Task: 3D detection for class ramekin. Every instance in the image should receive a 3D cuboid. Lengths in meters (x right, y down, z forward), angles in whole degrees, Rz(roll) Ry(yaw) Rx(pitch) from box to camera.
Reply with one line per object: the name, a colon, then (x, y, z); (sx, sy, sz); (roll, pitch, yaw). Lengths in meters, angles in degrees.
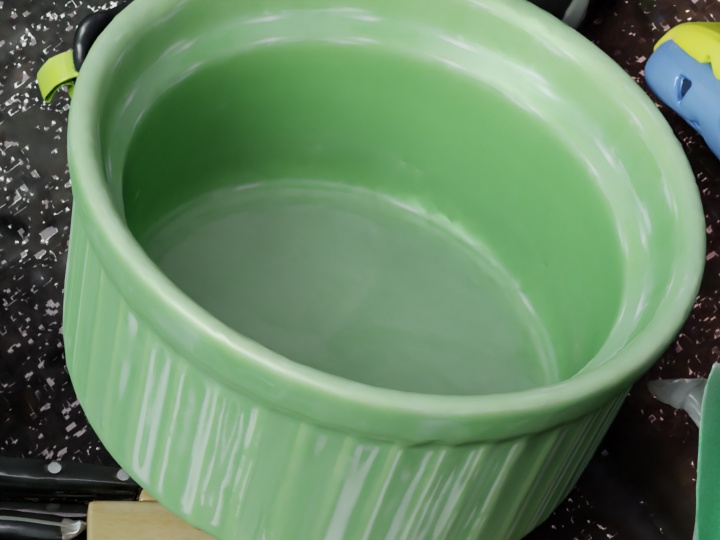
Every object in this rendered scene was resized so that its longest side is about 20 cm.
ramekin: (0.000, 0.000, 0.886); (0.199, 0.098, 0.201); (9, 44, -9)

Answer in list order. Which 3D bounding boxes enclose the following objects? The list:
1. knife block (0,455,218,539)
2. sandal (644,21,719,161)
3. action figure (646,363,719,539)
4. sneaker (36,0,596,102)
knife block: (-0.055, 0.128, 0.882); (0.200, 0.064, 0.175); (39, 60, 20)
sandal: (0.158, 0.000, 0.898); (0.200, 0.079, 0.087); (48, 117, 20)
action figure: (0.114, 0.135, 0.866); (0.054, 0.118, 0.201); (-4, 80, 26)
sneaker: (-0.011, -0.085, 0.965); (0.199, 0.083, 0.072); (-21, 69, 4)
